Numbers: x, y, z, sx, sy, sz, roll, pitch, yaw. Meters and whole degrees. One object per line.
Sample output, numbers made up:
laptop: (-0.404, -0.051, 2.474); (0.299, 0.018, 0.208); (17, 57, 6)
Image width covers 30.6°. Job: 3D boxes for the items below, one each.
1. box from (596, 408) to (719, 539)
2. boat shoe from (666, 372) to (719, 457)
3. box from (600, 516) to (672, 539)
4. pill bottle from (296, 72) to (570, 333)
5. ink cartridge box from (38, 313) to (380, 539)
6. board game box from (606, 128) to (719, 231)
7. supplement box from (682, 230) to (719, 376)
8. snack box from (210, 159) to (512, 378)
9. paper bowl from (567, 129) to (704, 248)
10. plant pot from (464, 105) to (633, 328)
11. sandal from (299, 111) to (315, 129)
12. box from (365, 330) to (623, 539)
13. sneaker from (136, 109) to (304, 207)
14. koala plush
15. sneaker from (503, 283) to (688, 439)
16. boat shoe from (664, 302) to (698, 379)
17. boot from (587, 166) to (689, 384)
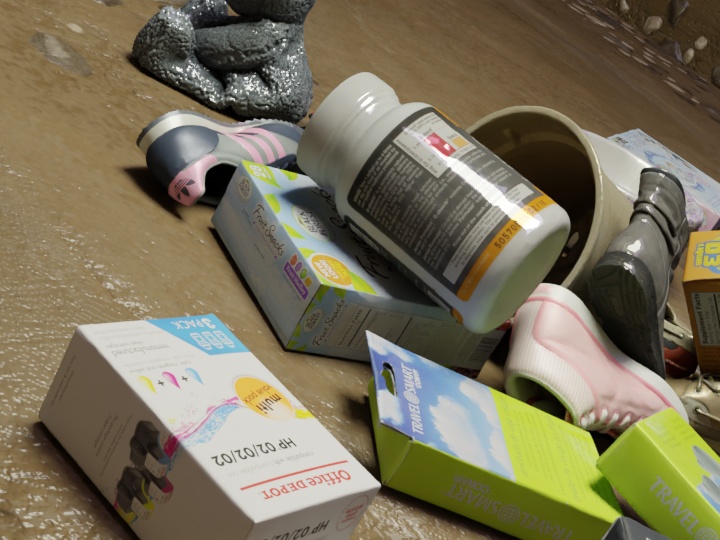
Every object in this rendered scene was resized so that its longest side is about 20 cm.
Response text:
box: (0.261, 0.191, 0.927); (0.200, 0.048, 0.122); (49, 18, 17)
boat shoe: (0.315, 0.123, 1.198); (0.198, 0.065, 0.072); (31, 22, 1)
box: (0.188, 0.253, 0.709); (0.147, 0.105, 0.201); (26, 22, -8)
pill bottle: (0.052, -0.055, 1.002); (0.200, 0.117, 0.116); (41, 24, 18)
ink cartridge box: (-0.071, 0.113, 0.727); (0.200, 0.068, 0.114); (42, 25, 26)
board game box: (0.463, -0.135, 1.963); (0.198, 0.044, 0.199); (37, 22, 16)
supplement box: (0.343, 0.055, 1.207); (0.068, 0.202, 0.067); (1, 45, 23)
snack box: (0.000, 0.000, 1.061); (0.198, 0.068, 0.169); (10, 31, -38)
paper bowl: (0.290, -0.073, 1.533); (0.199, 0.105, 0.201); (26, 23, -12)
plant pot: (0.181, -0.023, 1.206); (0.182, 0.201, 0.201); (23, 20, -46)
sandal: (-0.026, -0.142, 1.358); (0.075, 0.045, 0.200); (35, 22, 11)
box: (0.084, 0.125, 0.923); (0.198, 0.048, 0.122); (25, 23, -17)
sneaker: (-0.102, -0.083, 1.131); (0.199, 0.070, 0.083); (-4, 56, -50)
koala plush: (-0.098, -0.270, 1.333); (0.182, 0.202, 0.178); (30, 21, -1)
sneaker: (0.186, 0.112, 1.069); (0.200, 0.075, 0.105); (44, 52, -23)
boat shoe: (0.291, 0.047, 1.337); (0.070, 0.063, 0.201); (20, 23, -20)
boot: (0.248, 0.022, 1.125); (0.069, 0.202, 0.132); (17, 51, 22)
